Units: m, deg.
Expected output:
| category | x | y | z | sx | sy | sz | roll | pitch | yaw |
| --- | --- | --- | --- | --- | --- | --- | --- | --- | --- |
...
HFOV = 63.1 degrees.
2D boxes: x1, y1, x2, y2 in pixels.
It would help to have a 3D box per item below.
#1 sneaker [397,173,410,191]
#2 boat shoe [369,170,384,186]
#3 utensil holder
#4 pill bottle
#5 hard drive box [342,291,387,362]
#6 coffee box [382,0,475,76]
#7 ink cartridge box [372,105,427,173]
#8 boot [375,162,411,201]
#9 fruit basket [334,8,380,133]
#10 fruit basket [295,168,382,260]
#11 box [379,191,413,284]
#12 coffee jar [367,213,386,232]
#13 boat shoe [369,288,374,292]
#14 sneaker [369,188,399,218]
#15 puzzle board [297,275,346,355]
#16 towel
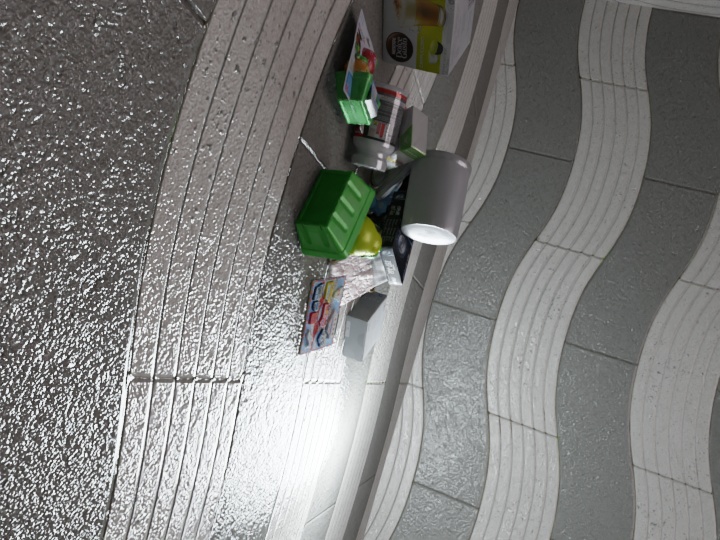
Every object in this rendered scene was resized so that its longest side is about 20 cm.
| category | x | y | z | sx | sy | sz | roll | pitch | yaw |
| --- | --- | --- | --- | --- | --- | --- | --- | --- | --- |
| sneaker | 0.151 | -0.262 | 1.723 | 0.201 | 0.059 | 0.105 | -52 | -157 | 10 |
| boat shoe | 0.102 | -0.328 | 1.723 | 0.202 | 0.068 | 0.075 | -55 | 145 | -3 |
| utensil holder | 0.201 | -0.191 | 1.569 | 0.170 | 0.165 | 0.206 | 54 | 47 | -70 |
| pill bottle | 0.043 | -0.363 | 1.492 | 0.116 | 0.113 | 0.206 | -8 | 112 | -72 |
| hard drive box | 0.017 | 0.183 | 1.975 | 0.200 | 0.075 | 0.160 | -47 | 148 | -59 |
| coffee box | 0.179 | -0.664 | 1.528 | 0.203 | 0.193 | 0.202 | 89 | 25 | -48 |
| ink cartridge box | 0.086 | -0.346 | 1.582 | 0.066 | 0.197 | 0.121 | 18 | 69 | -41 |
| boot | 0.092 | -0.298 | 1.665 | 0.200 | 0.096 | 0.074 | -46 | 175 | -2 |
| fruit basket | 0.008 | -0.449 | 1.341 | 0.186 | 0.091 | 0.205 | 56 | 48 | -69 |
| fruit basket | -0.039 | -0.107 | 1.375 | 0.214 | 0.152 | 0.223 | -24 | 118 | -56 |
| box | 0.104 | -0.090 | 1.627 | 0.162 | 0.042 | 0.204 | 70 | 30 | -49 |
| coffee jar | 0.048 | -0.122 | 1.749 | 0.087 | 0.103 | 0.200 | -62 | 169 | 19 |
| boat shoe | 0.011 | 0.003 | 1.808 | 0.201 | 0.065 | 0.076 | 73 | 36 | -62 |
| sneaker | 0.076 | -0.200 | 1.763 | 0.078 | 0.091 | 0.199 | -42 | 177 | 33 |
| puzzle board | -0.098 | 0.118 | 1.564 | 0.149 | 0.017 | 0.206 | -8 | 114 | -56 |
| towel | 0.000 | 0.000 | 1.657 | 0.187 | 0.032 | 0.203 | -27 | 143 | -16 |
